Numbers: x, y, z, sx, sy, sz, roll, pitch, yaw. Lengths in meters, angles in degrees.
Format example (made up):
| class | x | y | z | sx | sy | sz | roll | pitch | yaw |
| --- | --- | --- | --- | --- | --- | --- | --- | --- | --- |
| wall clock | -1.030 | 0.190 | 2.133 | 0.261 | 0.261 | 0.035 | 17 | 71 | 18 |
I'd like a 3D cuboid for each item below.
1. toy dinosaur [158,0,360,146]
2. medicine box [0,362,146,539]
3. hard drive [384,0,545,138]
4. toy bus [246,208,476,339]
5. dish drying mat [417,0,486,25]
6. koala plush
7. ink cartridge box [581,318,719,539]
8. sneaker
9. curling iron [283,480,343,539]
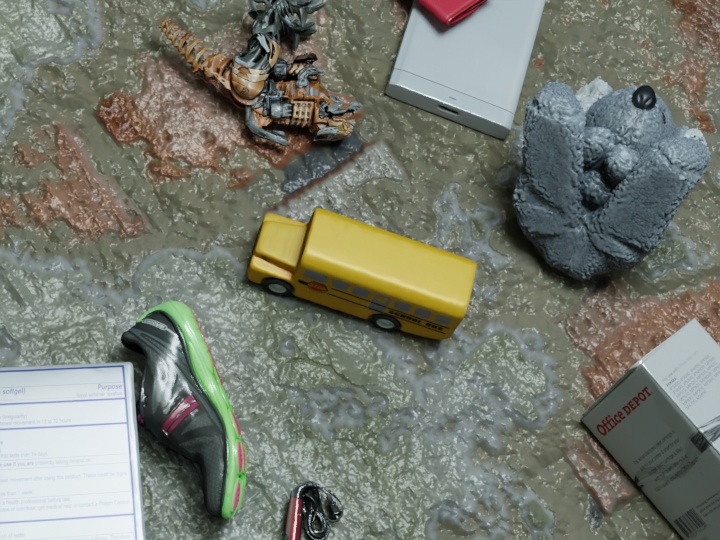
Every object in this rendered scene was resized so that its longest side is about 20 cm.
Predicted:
| class | x | y | z | sx | sy | sz | roll | pitch | yaw |
| --- | --- | --- | --- | --- | --- | --- | --- | --- | --- |
| toy dinosaur | -0.091 | -0.198 | 1.621 | 0.199 | 0.102 | 0.137 | 27 | 77 | -25 |
| medicine box | -0.273 | 0.186 | 1.385 | 0.180 | 0.103 | 0.202 | -1 | 66 | -15 |
| hard drive | 0.113 | -0.243 | 1.728 | 0.131 | 0.027 | 0.202 | 20 | 62 | -5 |
| toy bus | 0.000 | 0.000 | 1.557 | 0.198 | 0.078 | 0.066 | 19 | 62 | -6 |
| dish drying mat | 0.049 | -0.327 | 1.731 | 0.077 | 0.018 | 0.200 | -34 | 66 | -25 |
| koala plush | 0.247 | -0.110 | 1.648 | 0.176 | 0.185 | 0.200 | 23 | 40 | 10 |
| ink cartridge box | 0.313 | 0.163 | 1.527 | 0.083 | 0.147 | 0.200 | -35 | 79 | -27 |
| sneaker | -0.153 | 0.127 | 1.471 | 0.083 | 0.077 | 0.201 | -22 | 69 | -4 |
| curling iron | -0.052 | 0.274 | 1.446 | 0.049 | 0.026 | 0.202 | 14 | 64 | -5 |
